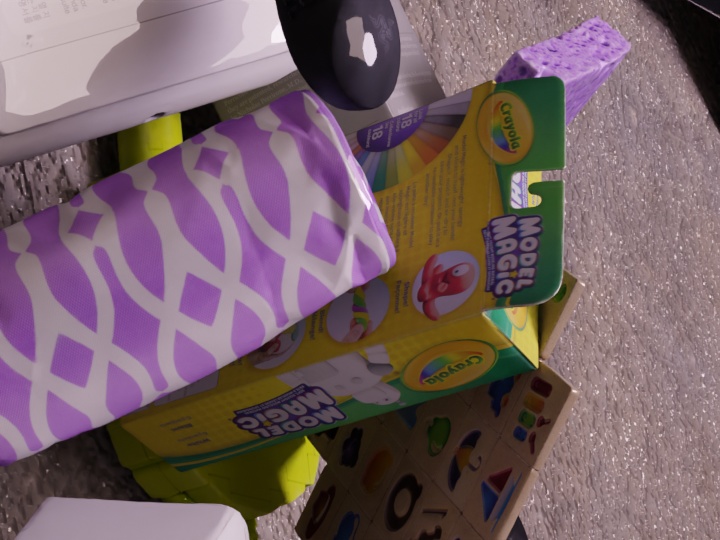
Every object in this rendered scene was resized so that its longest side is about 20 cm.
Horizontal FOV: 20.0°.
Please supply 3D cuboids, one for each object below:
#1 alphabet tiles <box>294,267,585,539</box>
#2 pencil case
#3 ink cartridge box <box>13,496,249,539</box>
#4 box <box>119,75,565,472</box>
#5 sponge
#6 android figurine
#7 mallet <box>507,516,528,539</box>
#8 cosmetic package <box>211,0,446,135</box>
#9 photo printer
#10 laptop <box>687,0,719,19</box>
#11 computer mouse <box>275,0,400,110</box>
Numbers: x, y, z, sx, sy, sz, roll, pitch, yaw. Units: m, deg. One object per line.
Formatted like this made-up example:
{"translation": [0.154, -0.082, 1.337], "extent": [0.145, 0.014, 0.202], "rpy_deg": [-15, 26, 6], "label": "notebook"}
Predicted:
{"translation": [0.028, 0.060, 0.843], "extent": [0.006, 0.168, 0.200], "rpy_deg": [23, 8, -23], "label": "alphabet tiles"}
{"translation": [-0.085, 0.005, 0.757], "extent": [0.085, 0.198, 0.085], "rpy_deg": [-140, -153, -78], "label": "pencil case"}
{"translation": [-0.099, 0.188, 0.702], "extent": [0.200, 0.082, 0.147], "rpy_deg": [-57, 145, -63], "label": "ink cartridge box"}
{"translation": [0.000, 0.000, 0.822], "extent": [0.048, 0.199, 0.118], "rpy_deg": [42, 41, -40], "label": "box"}
{"translation": [0.050, -0.040, 1.018], "extent": [0.030, 0.200, 0.111], "rpy_deg": [44, 31, 8], "label": "sponge"}
{"translation": [-0.072, 0.030, 0.927], "extent": [0.182, 0.041, 0.202], "rpy_deg": [20, 59, -55], "label": "android figurine"}
{"translation": [0.052, 0.182, 1.032], "extent": [0.200, 0.041, 0.067], "rpy_deg": [-43, 121, -66], "label": "mallet"}
{"translation": [-0.037, -0.130, 0.979], "extent": [0.201, 0.090, 0.107], "rpy_deg": [62, 19, 4], "label": "cosmetic package"}
{"translation": [-0.102, -0.145, 0.853], "extent": [0.199, 0.069, 0.168], "rpy_deg": [-21, 92, -32], "label": "photo printer"}
{"translation": [0.250, -0.245, 1.635], "extent": [0.201, 0.115, 0.189], "rpy_deg": [83, 14, -51], "label": "laptop"}
{"translation": [-0.014, -0.145, 0.810], "extent": [0.058, 0.034, 0.201], "rpy_deg": [28, 39, -45], "label": "computer mouse"}
